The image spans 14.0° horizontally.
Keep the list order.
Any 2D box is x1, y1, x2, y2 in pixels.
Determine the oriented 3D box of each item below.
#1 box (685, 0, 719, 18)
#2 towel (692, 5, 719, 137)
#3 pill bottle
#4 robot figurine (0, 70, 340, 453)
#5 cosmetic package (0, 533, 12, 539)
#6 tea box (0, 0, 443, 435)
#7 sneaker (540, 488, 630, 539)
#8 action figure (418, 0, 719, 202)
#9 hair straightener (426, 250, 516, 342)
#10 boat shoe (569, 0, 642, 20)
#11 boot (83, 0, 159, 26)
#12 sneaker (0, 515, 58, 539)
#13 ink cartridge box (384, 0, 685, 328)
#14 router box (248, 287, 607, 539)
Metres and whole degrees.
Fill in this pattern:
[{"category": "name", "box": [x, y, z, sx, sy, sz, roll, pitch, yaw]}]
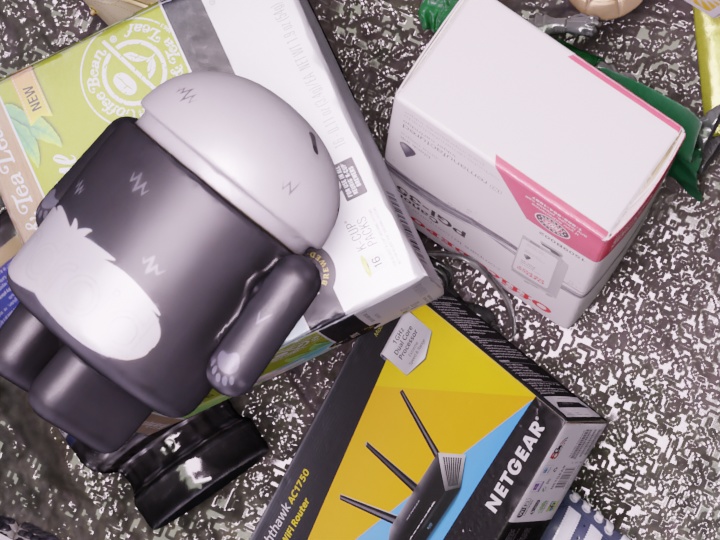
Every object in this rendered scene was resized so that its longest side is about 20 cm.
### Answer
[{"category": "box", "box": [0.163, -0.249, 1.671, 0.199, 0.101, 0.113, 30, 73, -10]}, {"category": "towel", "box": [0.238, -0.183, 1.758, 0.085, 0.018, 0.202, -6, 87, 10]}, {"category": "pill bottle", "box": [-0.144, 0.048, 1.744, 0.112, 0.112, 0.201, -35, 85, 4]}, {"category": "robot figurine", "box": [-0.098, -0.006, 1.497, 0.150, 0.125, 0.200, 39, 90, 1]}, {"category": "cosmetic package", "box": [-0.253, 0.255, 1.712, 0.084, 0.108, 0.201, 27, 116, 2]}, {"category": "tea box", "box": [-0.085, -0.039, 1.625, 0.196, 0.134, 0.201, -26, 84, 4]}, {"category": "sneaker", "box": [0.146, 0.166, 1.728, 0.108, 0.070, 0.201, -25, 84, 1]}, {"category": "action figure", "box": [0.120, -0.116, 1.735, 0.199, 0.118, 0.055, 28, 70, 15]}, {"category": "hair straightener", "box": [0.000, 0.000, 1.745, 0.199, 0.077, 0.041, 21, 63, 8]}, {"category": "boat shoe", "box": [0.112, -0.240, 1.748, 0.072, 0.065, 0.201, -28, 88, 0]}, {"category": "boot", "box": [-0.130, -0.126, 1.758, 0.199, 0.073, 0.157, 9, 109, 17]}, {"category": "sneaker", "box": [-0.259, 0.194, 1.782, 0.198, 0.078, 0.080, 0, 107, 11]}, {"category": "ink cartridge box", "box": [0.093, -0.058, 1.669, 0.146, 0.200, 0.083, 34, 76, 7]}, {"category": "router box", "box": [0.034, 0.127, 1.698, 0.149, 0.051, 0.201, 39, 110, 32]}]
